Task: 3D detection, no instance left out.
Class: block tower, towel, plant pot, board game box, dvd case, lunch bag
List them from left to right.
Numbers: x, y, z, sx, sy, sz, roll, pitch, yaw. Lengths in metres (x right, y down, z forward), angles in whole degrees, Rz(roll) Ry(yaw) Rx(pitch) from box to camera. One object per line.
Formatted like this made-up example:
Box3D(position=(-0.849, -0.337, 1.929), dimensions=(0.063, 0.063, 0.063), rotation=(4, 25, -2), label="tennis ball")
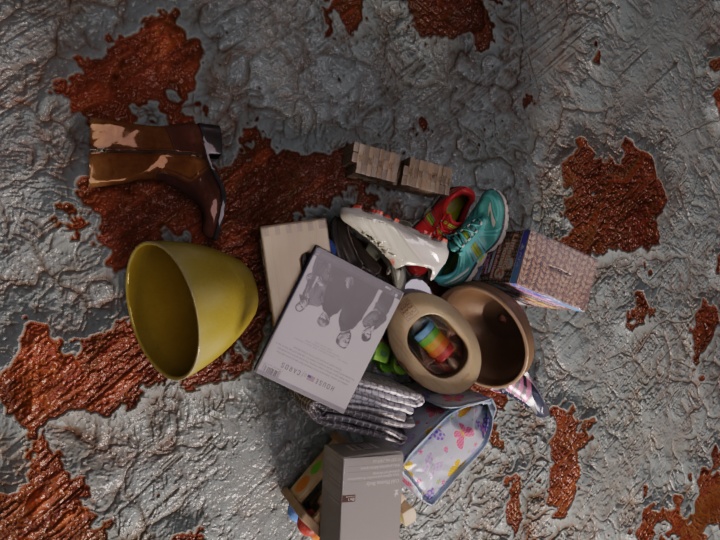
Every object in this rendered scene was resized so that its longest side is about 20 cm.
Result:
Box3D(position=(-0.239, 0.046, 0.894), dimensions=(0.141, 0.198, 0.203), rotation=(-16, 97, -47), label="plant pot")
Box3D(position=(-0.045, 0.087, 0.866), dimensions=(0.149, 0.025, 0.202), rotation=(27, 89, -12), label="dvd case")
Box3D(position=(-0.016, 0.211, 0.987), dimensions=(0.198, 0.165, 0.087), rotation=(18, 87, -21), label="towel")
Box3D(position=(0.067, -0.178, 1.077), dimensions=(0.198, 0.058, 0.055), rotation=(11, 86, -21), label="block tower")
Box3D(position=(0.121, 0.273, 1.042), dimensions=(0.199, 0.169, 0.128), rotation=(-39, 109, -16), label="lunch bag")
Box3D(position=(0.238, 0.104, 1.088), dimensions=(0.092, 0.200, 0.203), rotation=(-28, 101, -40), label="plant pot")
Box3D(position=(0.299, 0.001, 1.098), dimensions=(0.158, 0.200, 0.098), rotation=(20, 83, -22), label="board game box")

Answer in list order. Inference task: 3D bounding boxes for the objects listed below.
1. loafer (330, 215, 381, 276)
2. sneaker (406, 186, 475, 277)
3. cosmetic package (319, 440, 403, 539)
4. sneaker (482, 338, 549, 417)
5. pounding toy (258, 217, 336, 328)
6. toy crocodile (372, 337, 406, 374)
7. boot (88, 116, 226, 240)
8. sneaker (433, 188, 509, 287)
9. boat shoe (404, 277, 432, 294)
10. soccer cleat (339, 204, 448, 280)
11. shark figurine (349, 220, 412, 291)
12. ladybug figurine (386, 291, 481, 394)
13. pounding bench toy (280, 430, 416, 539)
Box3D(position=(0.000, 0.000, 1.004), dimensions=(0.070, 0.073, 0.202), rotation=(-18, 83, -6), label="loafer")
Box3D(position=(0.143, -0.078, 1.093), dimensions=(0.077, 0.085, 0.201), rotation=(36, 76, -17), label="sneaker")
Box3D(position=(-0.001, 0.369, 0.902), dimensions=(0.106, 0.090, 0.203), rotation=(1, 87, -25), label="cosmetic package")
Box3D(position=(0.298, 0.226, 1.182), dimensions=(0.082, 0.070, 0.201), rotation=(-36, 102, -1), label="sneaker")
Box3D(position=(-0.081, 0.022, 0.962), dimensions=(0.140, 0.184, 0.203), rotation=(-9, 94, -10), label="pounding toy")
Box3D(position=(0.028, 0.142, 1.058), dimensions=(0.198, 0.067, 0.063), rotation=(21, 76, -24), label="toy crocodile")
Box3D(position=(-0.310, -0.138, 0.910), dimensions=(0.197, 0.068, 0.191), rotation=(-4, 92, -22), label="boot")
Box3D(position=(0.195, -0.052, 1.055), dimensions=(0.079, 0.078, 0.202), rotation=(5, 120, -41), label="sneaker")
Box3D(position=(0.127, 0.106, 1.095), dimensions=(0.070, 0.070, 0.202), rotation=(-28, 94, -3), label="boat shoe")
Box3D(position=(0.052, -0.047, 0.982), dimensions=(0.198, 0.069, 0.078), rotation=(22, 94, -10), label="soccer cleat")
Box3D(position=(0.052, -0.007, 1.065), dimensions=(0.127, 0.089, 0.217), rotation=(-16, 89, 12), label="shark figurine")
Box3D(position=(0.121, 0.120, 1.023), dimensions=(0.135, 0.072, 0.201), rotation=(-39, 94, -3), label="ladybug figurine")
Box3D(position=(-0.014, 0.411, 1.010), dimensions=(0.156, 0.124, 0.200), rotation=(-46, 107, -16), label="pounding bench toy")
